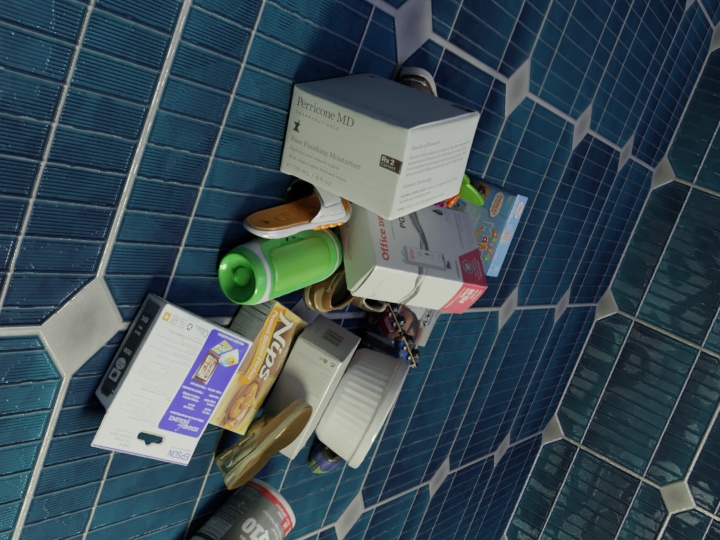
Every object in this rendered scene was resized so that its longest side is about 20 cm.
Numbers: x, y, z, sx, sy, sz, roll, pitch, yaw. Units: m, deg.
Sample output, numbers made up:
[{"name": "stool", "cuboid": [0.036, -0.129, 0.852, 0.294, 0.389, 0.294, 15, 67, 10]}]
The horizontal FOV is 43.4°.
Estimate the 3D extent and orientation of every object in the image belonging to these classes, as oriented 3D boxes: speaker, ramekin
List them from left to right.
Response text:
[{"name": "speaker", "cuboid": [-0.111, -0.010, 1.299, 0.200, 0.088, 0.089, -20, 130, -54]}, {"name": "ramekin", "cuboid": [-0.001, 0.226, 1.546, 0.203, 0.094, 0.202, -63, 177, -5]}]

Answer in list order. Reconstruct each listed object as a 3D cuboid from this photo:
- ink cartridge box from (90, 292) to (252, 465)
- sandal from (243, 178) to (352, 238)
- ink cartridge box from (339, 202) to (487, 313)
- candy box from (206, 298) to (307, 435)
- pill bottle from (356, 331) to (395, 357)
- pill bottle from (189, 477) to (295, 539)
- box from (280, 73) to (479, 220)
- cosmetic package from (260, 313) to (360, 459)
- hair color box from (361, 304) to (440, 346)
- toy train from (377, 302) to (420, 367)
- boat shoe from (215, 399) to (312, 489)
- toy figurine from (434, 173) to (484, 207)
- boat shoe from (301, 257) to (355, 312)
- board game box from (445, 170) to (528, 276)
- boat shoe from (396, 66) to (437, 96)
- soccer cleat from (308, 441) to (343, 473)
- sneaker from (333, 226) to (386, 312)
[{"name": "ink cartridge box", "cuboid": [-0.255, 0.151, 1.207, 0.201, 0.043, 0.198, -63, 147, -5]}, {"name": "sandal", "cuboid": [-0.079, -0.095, 1.290, 0.206, 0.079, 0.060, -23, 135, -50]}, {"name": "ink cartridge box", "cuboid": [0.079, -0.027, 1.376, 0.199, 0.147, 0.083, 11, 143, -27]}, {"name": "candy box", "cuboid": [-0.168, 0.138, 1.355, 0.201, 0.055, 0.115, -61, 153, -7]}, {"name": "pill bottle", "cuboid": [0.011, 0.224, 1.693, 0.201, 0.106, 0.106, -64, 153, -2]}, {"name": "pill bottle", "cuboid": [-0.209, 0.449, 1.481, 0.200, 0.113, 0.114, -44, 147, -34]}, {"name": "box", "cuboid": [0.028, -0.182, 1.274, 0.200, 0.198, 0.132, -23, 132, -52]}, {"name": "cosmetic package", "cuboid": [-0.086, 0.186, 1.447, 0.201, 0.084, 0.108, -62, 174, 22]}, {"name": "hair color box", "cuboid": [0.088, 0.079, 1.756, 0.200, 0.064, 0.112, 19, 97, -62]}, {"name": "toy train", "cuboid": [0.054, 0.089, 1.624, 0.046, 0.034, 0.201, -29, 99, -32]}, {"name": "boat shoe", "cuboid": [-0.154, 0.257, 1.398, 0.200, 0.065, 0.072, -46, 157, 24]}, {"name": "toy figurine", "cuboid": [0.101, -0.093, 1.548, 0.185, 0.150, 0.200, -53, 174, -2]}, {"name": "boat shoe", "cuboid": [-0.003, -0.003, 1.423, 0.200, 0.074, 0.076, -47, 126, -23]}, {"name": "board game box", "cuboid": [0.197, -0.096, 1.650, 0.036, 0.200, 0.152, 9, 106, -42]}, {"name": "boat shoe", "cuboid": [0.110, -0.252, 1.491, 0.200, 0.071, 0.060, 50, 49, -56]}, {"name": "soccer cleat", "cuboid": [-0.036, 0.337, 1.778, 0.084, 0.065, 0.200, -44, 170, 31]}, {"name": "sneaker", "cuboid": [0.000, 0.000, 1.515, 0.071, 0.075, 0.200, -54, 151, -19]}]
